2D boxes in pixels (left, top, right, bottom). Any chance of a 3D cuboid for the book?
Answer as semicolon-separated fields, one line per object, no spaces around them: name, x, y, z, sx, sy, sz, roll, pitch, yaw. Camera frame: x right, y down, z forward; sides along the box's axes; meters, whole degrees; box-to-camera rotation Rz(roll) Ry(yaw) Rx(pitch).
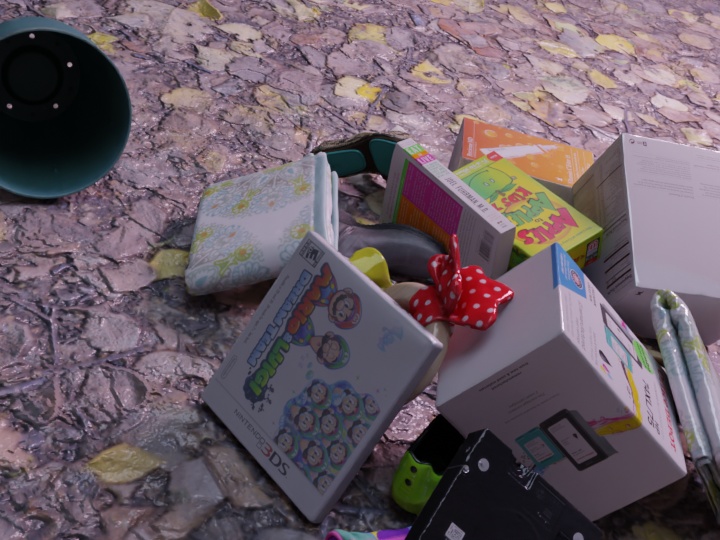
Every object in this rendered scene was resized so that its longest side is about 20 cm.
book;0.104;-0.054;1.216;0.047;0.135;0.200;-22;50;-28

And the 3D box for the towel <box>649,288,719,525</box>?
towel;0.352;0.143;1.007;0.047;0.172;0.203;-18;48;17

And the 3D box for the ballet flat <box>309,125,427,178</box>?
ballet flat;0.021;-0.163;1.331;0.197;0.069;0.076;2;40;34

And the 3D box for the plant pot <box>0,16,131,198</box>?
plant pot;-0.389;-0.212;1.194;0.197;0.204;0.161;-2;27;-24

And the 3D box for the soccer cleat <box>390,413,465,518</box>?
soccer cleat;0.098;0.163;0.969;0.067;0.082;0.199;30;37;19

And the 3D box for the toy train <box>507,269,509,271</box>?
toy train;0.203;0.008;1.235;0.113;0.086;0.202;7;43;15

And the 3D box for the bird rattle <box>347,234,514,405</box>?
bird rattle;0.045;0.059;0.946;0.197;0.112;0.166;5;67;40

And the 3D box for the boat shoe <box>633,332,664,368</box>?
boat shoe;0.267;0.083;1.145;0.196;0.073;0.073;14;35;-18

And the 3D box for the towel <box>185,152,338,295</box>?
towel;-0.109;-0.054;1.142;0.168;0.049;0.202;-16;34;10

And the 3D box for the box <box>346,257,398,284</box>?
box;-0.013;0.083;1.036;0.135;0.038;0.201;25;48;13

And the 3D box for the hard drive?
hard drive;0.094;0.249;0.782;0.139;0.038;0.201;40;63;-7

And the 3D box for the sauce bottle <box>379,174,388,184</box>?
sauce bottle;0.080;-0.108;1.342;0.064;0.066;0.200;-14;45;-35

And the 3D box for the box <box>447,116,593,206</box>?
box;0.224;-0.122;1.389;0.196;0.099;0.125;14;35;-2

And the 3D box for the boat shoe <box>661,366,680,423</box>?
boat shoe;0.265;0.130;1.092;0.196;0.073;0.060;14;31;-14

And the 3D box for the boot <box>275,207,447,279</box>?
boot;0.000;0.000;1.178;0.196;0.071;0.133;14;43;6

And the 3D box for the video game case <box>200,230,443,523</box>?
video game case;-0.042;0.095;0.919;0.182;0.202;0.024;40;10;31

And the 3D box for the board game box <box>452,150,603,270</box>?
board game box;0.190;-0.064;1.210;0.100;0.048;0.200;-27;47;-23

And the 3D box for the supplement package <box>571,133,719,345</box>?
supplement package;0.381;-0.033;1.226;0.187;0.147;0.204;8;65;-12

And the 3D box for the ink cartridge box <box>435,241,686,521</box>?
ink cartridge box;0.190;0.115;0.944;0.200;0.145;0.148;46;29;-20

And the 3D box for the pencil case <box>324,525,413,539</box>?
pencil case;0.065;0.250;0.836;0.196;0.090;0.089;-3;39;-23
